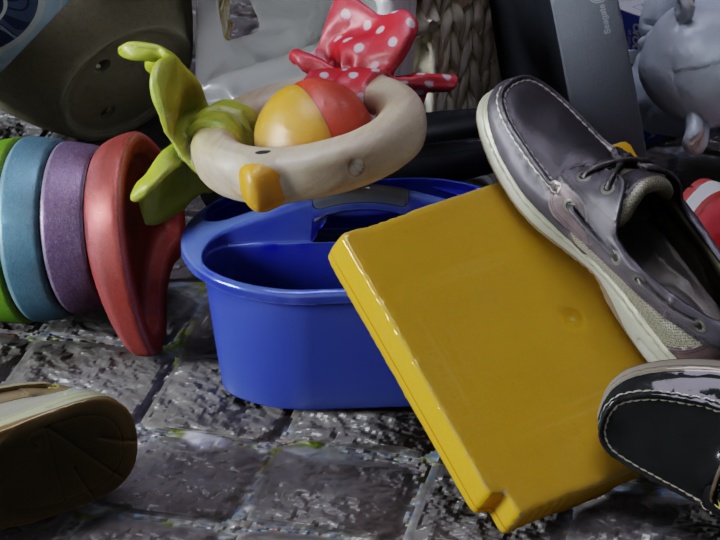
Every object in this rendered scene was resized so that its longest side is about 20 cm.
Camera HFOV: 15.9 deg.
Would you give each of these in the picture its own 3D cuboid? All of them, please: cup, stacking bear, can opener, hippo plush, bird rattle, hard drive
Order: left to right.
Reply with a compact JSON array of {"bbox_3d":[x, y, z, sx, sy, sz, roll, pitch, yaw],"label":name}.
[{"bbox_3d":[-0.215,-0.019,1.473,0.199,0.114,0.122,-4,47,13],"label":"stacking bear"},{"bbox_3d":[-0.191,-0.170,1.710,0.200,0.201,0.143,-18,56,-31],"label":"cup"},{"bbox_3d":[-0.029,-0.075,1.413,0.199,0.113,0.163,-10,25,-22],"label":"bird rattle"},{"bbox_3d":[-0.005,-0.063,1.524,0.199,0.079,0.064,-16,46,17],"label":"can opener"},{"bbox_3d":[0.125,-0.106,1.544,0.042,0.201,0.135,-21,31,-13],"label":"hard drive"},{"bbox_3d":[0.216,-0.148,1.576,0.199,0.160,0.161,-6,-3,6],"label":"hippo plush"}]

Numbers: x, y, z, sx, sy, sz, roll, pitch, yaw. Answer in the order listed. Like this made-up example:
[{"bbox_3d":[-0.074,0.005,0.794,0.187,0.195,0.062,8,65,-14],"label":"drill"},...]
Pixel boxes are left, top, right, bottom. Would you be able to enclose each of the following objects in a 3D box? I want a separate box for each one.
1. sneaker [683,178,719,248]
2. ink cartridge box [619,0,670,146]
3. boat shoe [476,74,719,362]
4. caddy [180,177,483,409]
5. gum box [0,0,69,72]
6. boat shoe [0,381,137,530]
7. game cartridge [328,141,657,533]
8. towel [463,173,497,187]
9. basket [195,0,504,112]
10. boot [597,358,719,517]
[{"bbox_3d":[0.250,-0.012,1.489,0.115,0.079,0.200,13,31,27],"label":"sneaker"},{"bbox_3d":[0.249,-0.158,1.751,0.199,0.094,0.044,-21,33,-34],"label":"ink cartridge box"},{"bbox_3d":[0.139,-0.030,1.348,0.072,0.065,0.200,-25,73,-34],"label":"boat shoe"},{"bbox_3d":[0.000,0.000,1.433,0.199,0.105,0.142,-2,28,-3],"label":"caddy"},{"bbox_3d":[-0.264,-0.186,1.553,0.170,0.200,0.045,24,36,-40],"label":"gum box"},{"bbox_3d":[-0.213,0.103,1.289,0.199,0.074,0.066,-11,16,-23],"label":"boat shoe"},{"bbox_3d":[0.105,0.032,1.355,0.199,0.032,0.177,-18,69,-30],"label":"game cartridge"},{"bbox_3d":[0.013,-0.091,1.704,0.148,0.031,0.200,1,25,-1],"label":"towel"},{"bbox_3d":[-0.001,-0.149,1.634,0.123,0.136,0.200,-16,29,-36],"label":"basket"},{"bbox_3d":[0.193,0.121,1.227,0.199,0.073,0.151,22,33,12],"label":"boot"}]
